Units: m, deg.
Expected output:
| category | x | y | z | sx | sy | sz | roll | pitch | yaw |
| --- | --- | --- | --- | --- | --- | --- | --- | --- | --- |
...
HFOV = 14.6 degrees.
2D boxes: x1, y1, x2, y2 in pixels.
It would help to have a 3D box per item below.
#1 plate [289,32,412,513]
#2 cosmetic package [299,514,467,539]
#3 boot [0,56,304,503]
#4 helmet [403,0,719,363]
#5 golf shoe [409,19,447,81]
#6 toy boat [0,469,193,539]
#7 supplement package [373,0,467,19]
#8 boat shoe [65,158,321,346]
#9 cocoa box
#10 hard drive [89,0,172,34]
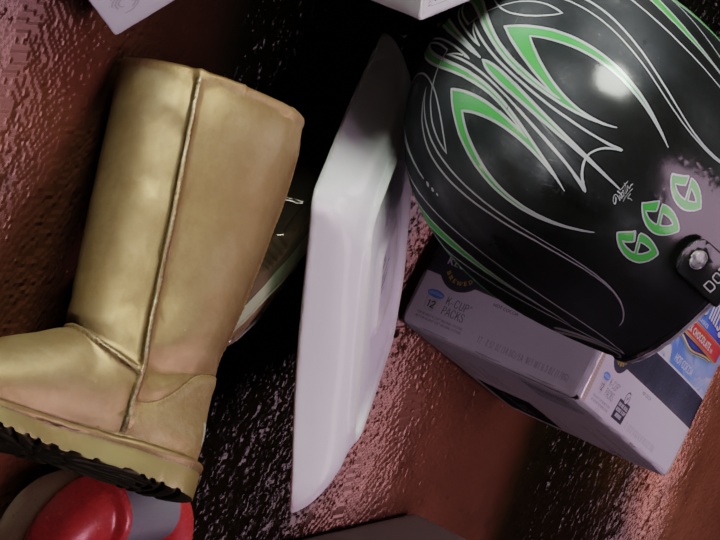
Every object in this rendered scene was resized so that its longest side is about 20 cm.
| category | x | y | z | sx | sy | sz | roll | pitch | yaw |
| --- | --- | --- | --- | --- | --- | --- | --- | --- | --- |
| plate | 0.000 | 0.000 | 1.521 | 0.200 | 0.032 | 0.201 | -68 | 165 | -58 |
| cosmetic package | -0.005 | 0.219 | 1.723 | 0.200 | 0.073 | 0.104 | -7 | 118 | -59 |
| boot | -0.128 | -0.007 | 1.336 | 0.174 | 0.066 | 0.201 | 22 | 72 | -26 |
| helmet | 0.116 | -0.066 | 1.474 | 0.200 | 0.191 | 0.200 | -47 | -172 | 9 |
| golf shoe | 0.103 | -0.160 | 1.602 | 0.077 | 0.088 | 0.201 | 15 | 97 | -60 |
| toy boat | -0.126 | 0.205 | 1.442 | 0.130 | 0.130 | 0.201 | -4 | 114 | -58 |
| supplement package | 0.050 | -0.217 | 1.439 | 0.200 | 0.113 | 0.110 | -26 | 132 | -48 |
| boat shoe | -0.082 | 0.019 | 1.448 | 0.200 | 0.071 | 0.076 | -37 | 152 | -42 |
| cocoa box | 0.138 | 0.024 | 1.751 | 0.132 | 0.133 | 0.200 | -63 | 152 | -6 |
| hard drive | -0.053 | -0.196 | 1.262 | 0.199 | 0.026 | 0.132 | -31 | 148 | 3 |
